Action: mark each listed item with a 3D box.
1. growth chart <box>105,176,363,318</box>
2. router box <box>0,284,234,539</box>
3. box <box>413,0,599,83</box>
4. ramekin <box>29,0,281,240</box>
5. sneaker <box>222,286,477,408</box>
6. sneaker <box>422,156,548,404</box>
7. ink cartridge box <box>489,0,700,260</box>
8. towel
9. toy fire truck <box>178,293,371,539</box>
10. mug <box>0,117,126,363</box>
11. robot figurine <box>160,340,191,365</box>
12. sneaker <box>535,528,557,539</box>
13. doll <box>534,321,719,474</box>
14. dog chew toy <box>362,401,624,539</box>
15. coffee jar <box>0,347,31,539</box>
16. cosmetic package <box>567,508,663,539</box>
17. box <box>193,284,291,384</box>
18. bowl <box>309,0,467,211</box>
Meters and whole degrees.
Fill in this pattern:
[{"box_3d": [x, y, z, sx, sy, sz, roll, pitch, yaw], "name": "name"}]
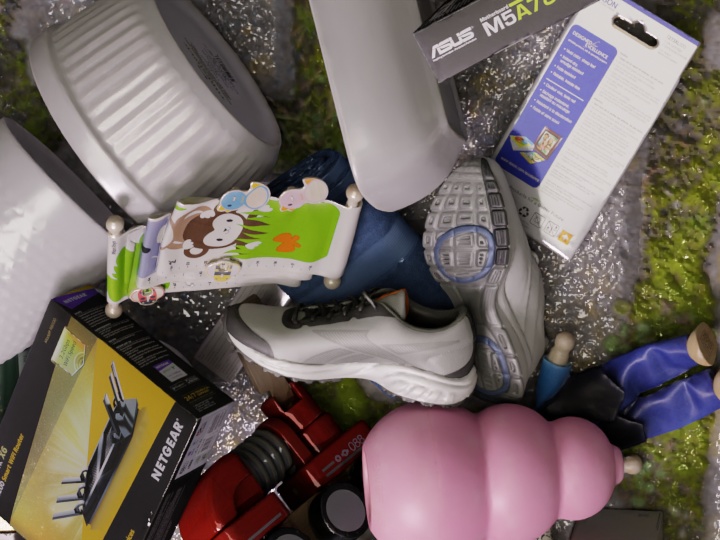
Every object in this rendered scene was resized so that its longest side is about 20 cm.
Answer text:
[{"box_3d": [-0.096, -0.018, 1.536, 0.198, 0.018, 0.145, -6, 147, -5], "name": "growth chart"}, {"box_3d": [-0.202, 0.138, 1.616, 0.157, 0.052, 0.201, 36, 119, 19], "name": "router box"}, {"box_3d": [0.145, -0.213, 1.468, 0.192, 0.200, 0.048, -24, 101, 21], "name": "box"}, {"box_3d": [-0.148, -0.126, 1.576, 0.105, 0.200, 0.201, -37, 96, 12], "name": "ramekin"}, {"box_3d": [-0.006, 0.044, 1.577, 0.198, 0.074, 0.080, 8, 114, 2], "name": "sneaker"}, {"box_3d": [0.102, 0.000, 1.598, 0.074, 0.087, 0.202, 9, 123, 29], "name": "sneaker"}, {"box_3d": [0.170, -0.115, 1.581, 0.094, 0.037, 0.201, 31, 114, 4], "name": "ink cartridge box"}, {"box_3d": [0.000, 0.000, 1.624, 0.111, 0.049, 0.200, -34, 115, 15], "name": "towel"}, {"box_3d": [-0.076, 0.142, 1.645, 0.201, 0.176, 0.129, 52, 144, 4], "name": "toy fire truck"}, {"box_3d": [-0.303, -0.021, 1.663, 0.175, 0.200, 0.148, -45, 136, 2], "name": "mug"}, {"box_3d": [-0.191, 0.139, 1.710, 0.169, 0.112, 0.202, 25, 117, 42], "name": "robot figurine"}, {"box_3d": [0.070, 0.214, 1.699, 0.198, 0.077, 0.090, -7, 92, 11], "name": "sneaker"}, {"box_3d": [0.194, 0.104, 1.636, 0.199, 0.049, 0.137, -27, 108, 27], "name": "doll"}, {"box_3d": [0.102, 0.157, 1.591, 0.198, 0.125, 0.126, -4, 107, -5], "name": "dog chew toy"}, {"box_3d": [-0.314, 0.146, 1.758, 0.103, 0.085, 0.202, 1, 106, 10], "name": "coffee jar"}, {"box_3d": [0.205, 0.302, 1.667, 0.070, 0.105, 0.202, 1, 106, 14], "name": "cosmetic package"}, {"box_3d": [-0.064, 0.001, 1.674, 0.041, 0.039, 0.201, 35, 112, 2], "name": "box"}, {"box_3d": [0.022, -0.150, 1.510, 0.074, 0.200, 0.202, -15, 84, 10], "name": "bowl"}]
